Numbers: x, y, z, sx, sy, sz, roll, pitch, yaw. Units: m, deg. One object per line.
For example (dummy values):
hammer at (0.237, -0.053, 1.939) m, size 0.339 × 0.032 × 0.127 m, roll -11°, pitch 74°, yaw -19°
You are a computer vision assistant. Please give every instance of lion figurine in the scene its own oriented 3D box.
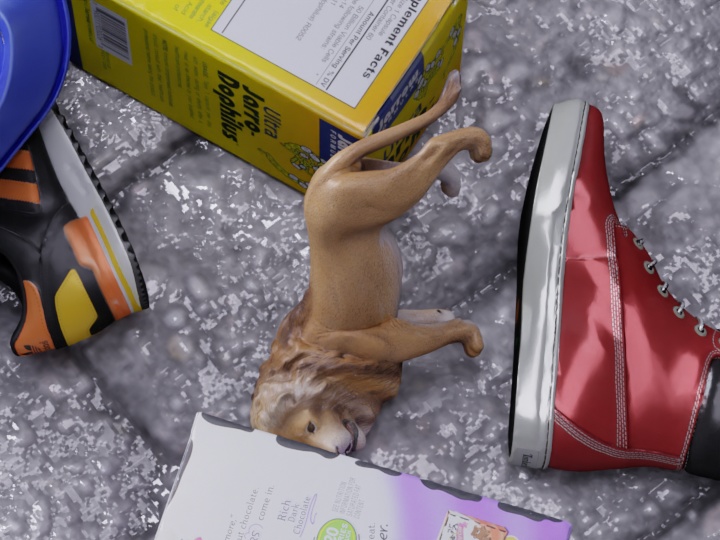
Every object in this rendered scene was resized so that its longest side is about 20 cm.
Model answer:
lion figurine at (0.000, 0.000, 1.335) m, size 0.122 × 0.072 × 0.201 m, roll -7°, pitch 108°, yaw -18°

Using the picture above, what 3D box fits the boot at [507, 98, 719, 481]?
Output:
boot at (0.154, 0.010, 1.375) m, size 0.143 × 0.072 × 0.201 m, roll 4°, pitch 74°, yaw 0°

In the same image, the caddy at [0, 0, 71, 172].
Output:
caddy at (-0.239, -0.098, 1.335) m, size 0.141 × 0.105 × 0.200 m, roll 41°, pitch 105°, yaw 0°

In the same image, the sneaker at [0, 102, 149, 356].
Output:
sneaker at (-0.192, -0.046, 1.390) m, size 0.090 × 0.070 × 0.201 m, roll -29°, pitch 69°, yaw -9°

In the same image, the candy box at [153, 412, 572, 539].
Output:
candy box at (-0.013, 0.183, 1.291) m, size 0.199 × 0.072 × 0.169 m, roll 17°, pitch 68°, yaw 6°

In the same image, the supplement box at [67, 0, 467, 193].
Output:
supplement box at (-0.055, -0.134, 1.410) m, size 0.199 × 0.110 × 0.109 m, roll 30°, pitch 69°, yaw 12°
